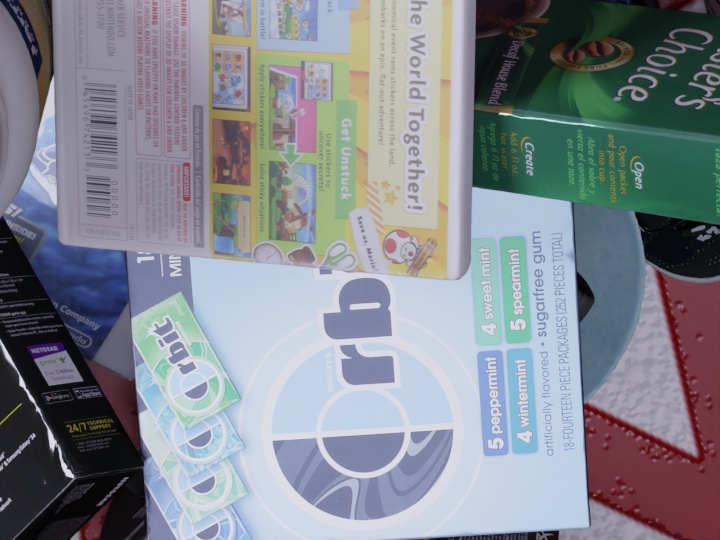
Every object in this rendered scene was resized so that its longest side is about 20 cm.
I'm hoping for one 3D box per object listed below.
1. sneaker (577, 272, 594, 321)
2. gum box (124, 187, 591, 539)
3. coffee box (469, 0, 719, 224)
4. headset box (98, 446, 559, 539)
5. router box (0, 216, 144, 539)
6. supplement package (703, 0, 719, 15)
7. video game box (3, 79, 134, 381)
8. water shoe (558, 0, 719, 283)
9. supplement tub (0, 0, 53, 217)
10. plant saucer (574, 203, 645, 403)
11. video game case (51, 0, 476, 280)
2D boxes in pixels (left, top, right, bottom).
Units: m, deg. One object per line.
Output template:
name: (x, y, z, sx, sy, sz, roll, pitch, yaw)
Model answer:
sneaker: (0.000, 0.001, 1.298, 0.199, 0.060, 0.104, 30, 104, -8)
gum box: (-0.001, 0.034, 1.250, 0.199, 0.045, 0.171, -4, 99, 1)
coffee box: (0.113, -0.073, 1.201, 0.199, 0.123, 0.044, 10, 122, 26)
headset box: (-0.026, 0.134, 1.368, 0.200, 0.075, 0.149, 34, 124, -17)
router box: (-0.205, 0.088, 1.291, 0.200, 0.051, 0.150, -44, 68, 30)
supplement package: (0.221, -0.138, 1.280, 0.121, 0.120, 0.201, -16, 113, 1)
video game box: (-0.147, -0.070, 1.310, 0.199, 0.047, 0.183, 27, 105, -16)
water shoe: (0.131, -0.067, 1.322, 0.071, 0.079, 0.200, -28, 112, 6)
supplement tub: (-0.202, -0.082, 1.168, 0.144, 0.200, 0.145, -1, 110, -2)
plant saucer: (0.036, -0.002, 1.354, 0.200, 0.039, 0.202, -1, 118, -2)
video game case: (-0.041, -0.101, 1.168, 0.181, 0.023, 0.201, 5, 108, 15)
